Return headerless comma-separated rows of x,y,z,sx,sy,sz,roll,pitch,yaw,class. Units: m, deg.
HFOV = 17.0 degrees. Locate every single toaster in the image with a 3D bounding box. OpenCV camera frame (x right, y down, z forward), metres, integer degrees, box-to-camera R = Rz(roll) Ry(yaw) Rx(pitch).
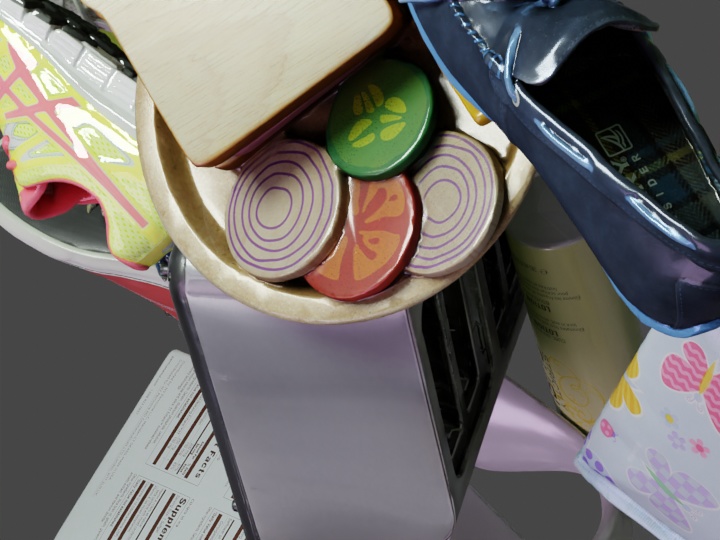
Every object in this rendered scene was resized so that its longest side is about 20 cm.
0.000,0.000,1.088,0.118,0.181,0.201,2,131,19,toaster

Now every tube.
0.111,0.042,1.144,0.051,0.058,0.201,-11,134,8,tube

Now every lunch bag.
0.207,0.071,0.975,0.199,0.127,0.170,36,147,9,lunch bag

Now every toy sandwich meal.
-0.019,-0.080,0.947,0.205,0.206,0.070,34,-172,24,toy sandwich meal

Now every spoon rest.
0.078,0.087,1.198,0.200,0.060,0.100,55,176,45,spoon rest

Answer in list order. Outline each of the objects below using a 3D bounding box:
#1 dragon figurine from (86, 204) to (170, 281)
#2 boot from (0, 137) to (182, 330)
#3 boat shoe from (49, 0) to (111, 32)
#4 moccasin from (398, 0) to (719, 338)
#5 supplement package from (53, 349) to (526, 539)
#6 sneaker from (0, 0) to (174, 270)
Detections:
-0.105,-0.064,1.224,0.200,0.059,0.100,48,150,26,dragon figurine
-0.114,0.002,1.334,0.199,0.073,0.145,22,156,17,boot
-0.141,-0.152,1.227,0.200,0.069,0.071,37,149,20,boat shoe
0.085,-0.073,0.858,0.200,0.080,0.068,52,160,19,moccasin
-0.023,0.171,1.314,0.199,0.148,0.191,18,161,41,supplement package
-0.148,-0.073,1.148,0.200,0.091,0.078,38,-170,27,sneaker
